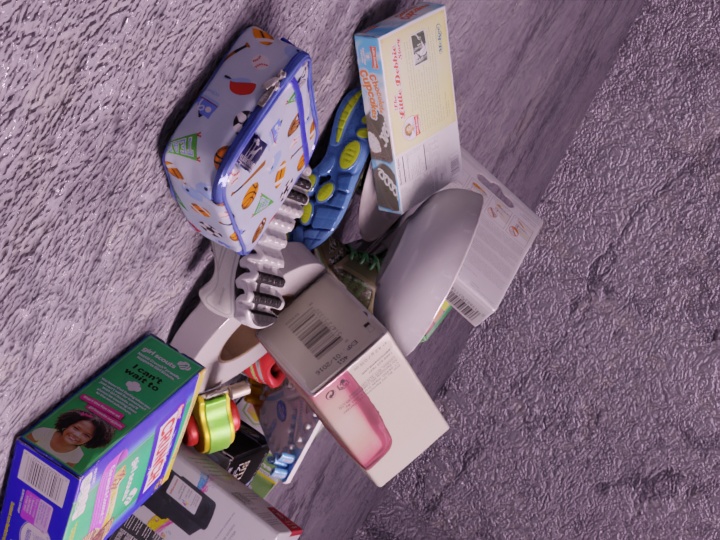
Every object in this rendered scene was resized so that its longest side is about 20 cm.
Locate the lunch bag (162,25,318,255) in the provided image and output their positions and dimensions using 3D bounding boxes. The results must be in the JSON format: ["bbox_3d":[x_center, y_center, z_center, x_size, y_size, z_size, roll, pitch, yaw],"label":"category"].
[{"bbox_3d":[-0.094,-0.112,1.104,0.161,0.075,0.200,-57,170,-17],"label":"lunch bag"}]

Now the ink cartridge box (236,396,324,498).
[{"bbox_3d":[-0.126,0.219,1.743,0.200,0.104,0.059,-47,164,-41],"label":"ink cartridge box"}]

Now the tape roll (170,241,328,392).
[{"bbox_3d":[-0.122,0.051,1.378,0.203,0.037,0.203,-41,165,-14],"label":"tape roll"}]

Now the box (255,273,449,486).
[{"bbox_3d":[-0.007,0.123,1.405,0.109,0.128,0.200,-40,136,-8],"label":"box"}]

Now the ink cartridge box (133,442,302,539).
[{"bbox_3d":[-0.176,0.263,1.416,0.083,0.200,0.146,-54,168,-3],"label":"ink cartridge box"}]

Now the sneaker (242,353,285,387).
[{"bbox_3d":[-0.089,0.059,1.528,0.077,0.085,0.201,-45,163,-51],"label":"sneaker"}]

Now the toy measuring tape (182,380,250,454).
[{"bbox_3d":[-0.157,0.166,1.412,0.074,0.074,0.200,-53,-167,-24],"label":"toy measuring tape"}]

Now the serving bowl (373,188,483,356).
[{"bbox_3d":[0.064,-0.008,1.422,0.201,0.066,0.200,-63,-176,9],"label":"serving bowl"}]

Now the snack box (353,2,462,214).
[{"bbox_3d":[0.055,-0.175,1.377,0.116,0.037,0.201,-33,126,-41],"label":"snack box"}]

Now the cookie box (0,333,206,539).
[{"bbox_3d":[-0.247,0.180,1.212,0.200,0.075,0.172,-44,161,-52],"label":"cookie box"}]

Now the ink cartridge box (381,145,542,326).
[{"bbox_3d":[0.131,-0.049,1.608,0.050,0.162,0.200,-43,-172,42],"label":"ink cartridge box"}]

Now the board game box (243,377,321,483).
[{"bbox_3d":[-0.083,0.129,1.591,0.201,0.026,0.200,-63,-153,18],"label":"board game box"}]

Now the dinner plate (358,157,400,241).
[{"bbox_3d":[0.051,-0.124,1.478,0.200,0.024,0.201,-56,161,-31],"label":"dinner plate"}]

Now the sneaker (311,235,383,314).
[{"bbox_3d":[0.000,0.000,1.553,0.088,0.200,0.077,-27,-152,4],"label":"sneaker"}]

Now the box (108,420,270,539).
[{"bbox_3d":[-0.213,0.284,1.591,0.201,0.086,0.164,-59,168,6],"label":"box"}]

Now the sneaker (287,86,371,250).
[{"bbox_3d":[-0.021,-0.107,1.420,0.200,0.071,0.083,-62,162,2],"label":"sneaker"}]

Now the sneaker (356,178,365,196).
[{"bbox_3d":[0.016,-0.122,1.569,0.100,0.075,0.200,-47,157,-17],"label":"sneaker"}]

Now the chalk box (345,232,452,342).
[{"bbox_3d":[0.044,0.023,1.665,0.199,0.124,0.124,-17,-160,42],"label":"chalk box"}]

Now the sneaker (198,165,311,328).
[{"bbox_3d":[-0.105,-0.047,1.244,0.075,0.081,0.201,28,74,-57],"label":"sneaker"}]
